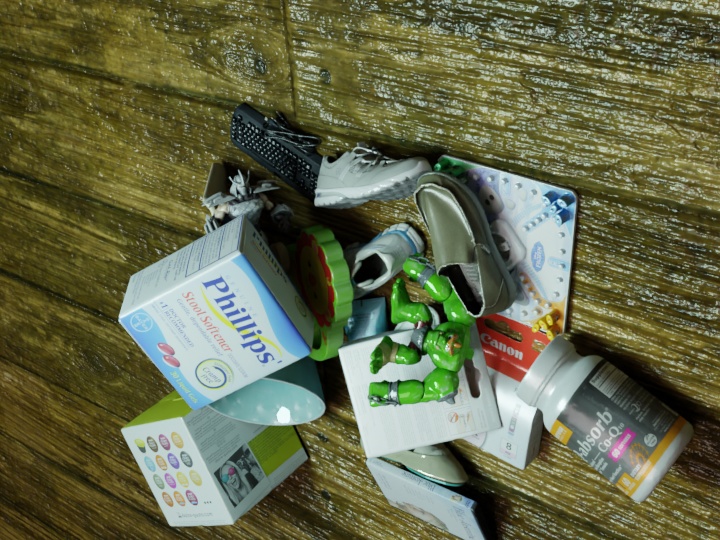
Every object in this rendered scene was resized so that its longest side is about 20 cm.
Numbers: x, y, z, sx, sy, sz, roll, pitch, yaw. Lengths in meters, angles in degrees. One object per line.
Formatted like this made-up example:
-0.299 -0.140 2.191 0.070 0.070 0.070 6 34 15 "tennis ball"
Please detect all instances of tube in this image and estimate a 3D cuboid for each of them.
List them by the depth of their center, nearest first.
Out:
0.021 0.138 1.537 0.076 0.051 0.204 -9 109 14 "tube"

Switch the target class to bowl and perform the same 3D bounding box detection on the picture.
-0.148 0.161 1.627 0.197 0.107 0.202 4 151 2 "bowl"

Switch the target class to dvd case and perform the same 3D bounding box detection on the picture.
0.108 0.357 1.571 0.198 0.018 0.144 17 149 34 "dvd case"

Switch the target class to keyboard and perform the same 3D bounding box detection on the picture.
-0.120 -0.171 1.485 0.199 0.039 0.105 35 134 20 "keyboard"

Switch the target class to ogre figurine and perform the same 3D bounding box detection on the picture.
0.087 0.088 1.347 0.118 0.203 0.099 14 153 17 "ogre figurine"

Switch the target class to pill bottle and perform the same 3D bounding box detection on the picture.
0.296 0.177 1.262 0.199 0.116 0.117 37 134 19 "pill bottle"

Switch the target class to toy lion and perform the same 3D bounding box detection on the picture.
-0.060 0.035 1.476 0.191 0.068 0.204 19 120 61 "toy lion"

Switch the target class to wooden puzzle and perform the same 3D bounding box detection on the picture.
-0.198 -0.042 1.552 0.045 0.186 0.204 -4 113 -1 "wooden puzzle"

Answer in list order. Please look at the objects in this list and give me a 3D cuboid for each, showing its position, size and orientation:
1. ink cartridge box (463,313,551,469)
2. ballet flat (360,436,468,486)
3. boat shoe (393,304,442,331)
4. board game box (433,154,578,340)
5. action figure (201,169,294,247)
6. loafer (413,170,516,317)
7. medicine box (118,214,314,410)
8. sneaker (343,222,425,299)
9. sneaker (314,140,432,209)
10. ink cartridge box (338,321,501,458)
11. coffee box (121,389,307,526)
0.176 0.155 1.408 0.161 0.057 0.203 25 133 30 "ink cartridge box"
0.079 0.267 1.556 0.198 0.069 0.071 12 123 38 "ballet flat"
0.075 0.135 1.475 0.075 0.060 0.203 32 115 23 "boat shoe"
0.175 -0.029 1.310 0.198 0.026 0.203 20 125 33 "board game box"
-0.153 -0.044 1.442 0.069 0.128 0.204 -134 35 -63 "action figure"
0.125 -0.030 1.283 0.075 0.069 0.202 -28 94 46 "loafer"
-0.190 0.059 1.391 0.198 0.104 0.183 -26 118 15 "medicine box"
0.000 0.000 1.446 0.075 0.086 0.199 53 139 -2 "sneaker"
0.009 -0.133 1.362 0.198 0.074 0.084 -7 84 42 "sneaker"
0.083 0.159 1.426 0.196 0.047 0.163 -14 94 11 "ink cartridge box"
-0.249 0.296 1.763 0.198 0.199 0.200 -16 103 45 "coffee box"
